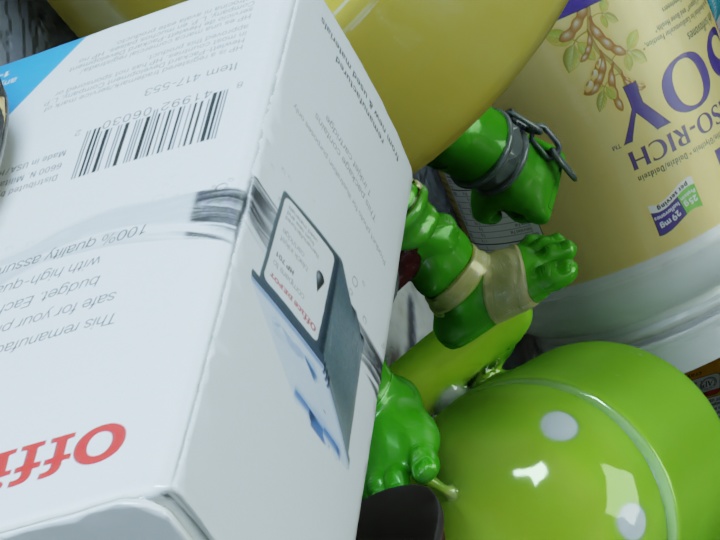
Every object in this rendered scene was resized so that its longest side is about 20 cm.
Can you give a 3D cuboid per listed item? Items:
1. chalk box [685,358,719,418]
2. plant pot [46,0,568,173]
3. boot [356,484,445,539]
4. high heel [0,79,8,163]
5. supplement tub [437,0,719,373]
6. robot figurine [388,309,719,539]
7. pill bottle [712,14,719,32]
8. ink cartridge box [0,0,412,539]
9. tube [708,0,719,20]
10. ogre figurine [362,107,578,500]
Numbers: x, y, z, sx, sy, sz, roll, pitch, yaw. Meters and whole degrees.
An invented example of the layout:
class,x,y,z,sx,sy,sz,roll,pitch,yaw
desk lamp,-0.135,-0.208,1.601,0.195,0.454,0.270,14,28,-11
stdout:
class,x,y,z,sx,sy,sz,roll,pitch,yaw
chalk box,0.201,0.117,1.229,0.201,0.124,0.124,55,28,-32
plant pot,-0.047,-0.148,0.787,0.188,0.200,0.202,36,40,-32
boot,0.030,0.203,0.841,0.200,0.064,0.187,51,47,-34
high heel,-0.156,-0.085,0.617,0.143,0.071,0.201,52,16,-47
supplement tub,0.107,-0.059,1.113,0.201,0.144,0.145,67,23,-12
robot figurine,0.084,0.095,0.986,0.176,0.116,0.200,49,22,10
pill bottle,0.141,-0.091,1.254,0.201,0.112,0.113,61,25,-25
ink cartridge box,-0.075,0.027,0.633,0.086,0.145,0.201,57,28,-36
tube,0.189,-0.148,1.502,0.078,0.050,0.200,57,31,-15
ogre figurine,0.000,0.000,0.890,0.120,0.200,0.098,47,-12,-26
